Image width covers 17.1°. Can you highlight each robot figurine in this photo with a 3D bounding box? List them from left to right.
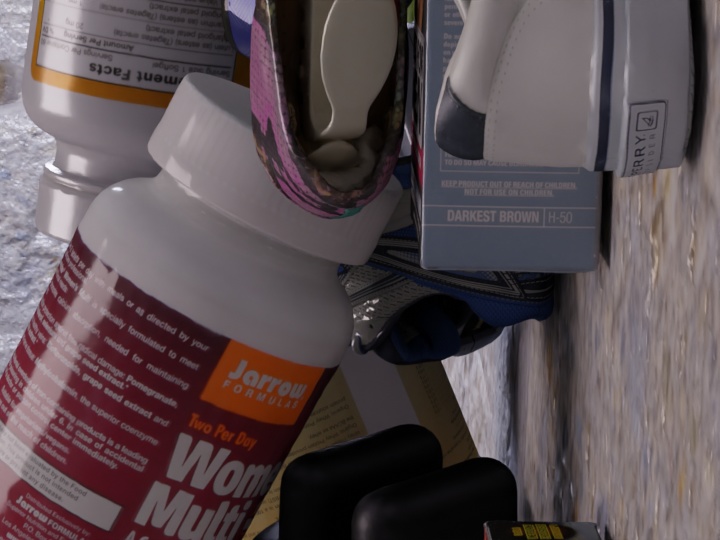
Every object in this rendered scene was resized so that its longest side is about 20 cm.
[{"bbox_3d":[0.010,0.163,0.898,0.150,0.125,0.200,-94,5,-71],"label":"robot figurine"}]

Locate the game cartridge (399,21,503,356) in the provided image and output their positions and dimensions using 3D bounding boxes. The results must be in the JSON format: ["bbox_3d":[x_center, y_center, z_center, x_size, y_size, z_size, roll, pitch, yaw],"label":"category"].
[{"bbox_3d":[0.033,-0.038,1.077,0.200,0.040,0.133,102,144,-80],"label":"game cartridge"}]

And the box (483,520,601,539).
[{"bbox_3d":[0.057,0.187,0.715,0.137,0.040,0.200,-92,3,-82],"label":"box"}]

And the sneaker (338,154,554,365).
[{"bbox_3d":[0.000,0.000,0.961,0.200,0.077,0.085,-8,97,49],"label":"sneaker"}]

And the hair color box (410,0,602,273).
[{"bbox_3d":[0.048,-0.107,0.788,0.099,0.061,0.200,-96,7,-79],"label":"hair color box"}]

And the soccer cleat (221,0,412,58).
[{"bbox_3d":[0.022,-0.145,1.024,0.200,0.084,0.065,-45,-42,-35],"label":"soccer cleat"}]

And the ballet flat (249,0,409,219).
[{"bbox_3d":[-0.008,-0.115,0.783,0.071,0.069,0.200,-161,67,-70],"label":"ballet flat"}]

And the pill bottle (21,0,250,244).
[{"bbox_3d":[-0.089,-0.111,1.056,0.111,0.111,0.200,-96,15,-79],"label":"pill bottle"}]

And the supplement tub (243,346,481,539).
[{"bbox_3d":[-0.026,0.075,1.135,0.144,0.144,0.200,-98,-14,-81],"label":"supplement tub"}]

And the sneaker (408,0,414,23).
[{"bbox_3d":[0.032,-0.117,1.144,0.200,0.076,0.076,133,140,-86],"label":"sneaker"}]

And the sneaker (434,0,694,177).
[{"bbox_3d":[0.046,-0.115,0.637,0.073,0.071,0.200,93,178,-55],"label":"sneaker"}]

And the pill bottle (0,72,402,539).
[{"bbox_3d":[-0.070,0.035,0.888,0.200,0.109,0.110,-61,7,11],"label":"pill bottle"}]
